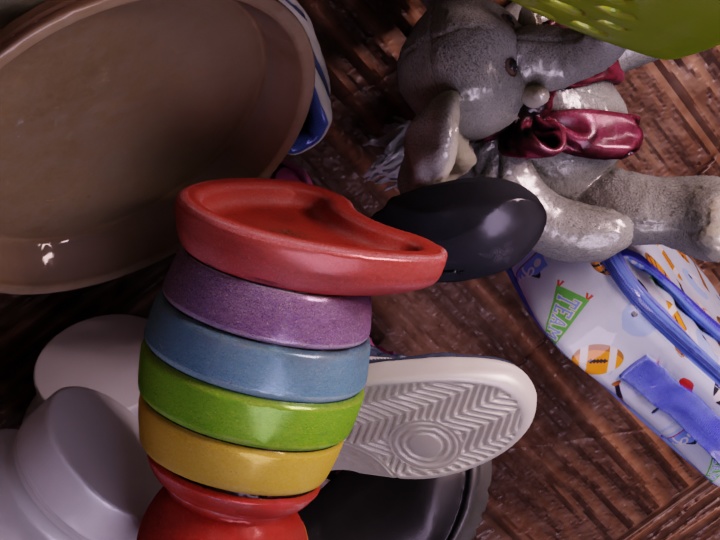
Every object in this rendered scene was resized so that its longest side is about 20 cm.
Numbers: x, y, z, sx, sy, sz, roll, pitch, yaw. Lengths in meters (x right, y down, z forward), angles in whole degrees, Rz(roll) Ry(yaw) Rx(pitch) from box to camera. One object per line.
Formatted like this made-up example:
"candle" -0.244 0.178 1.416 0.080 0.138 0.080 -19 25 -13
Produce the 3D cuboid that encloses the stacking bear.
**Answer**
"stacking bear" -0.052 0.069 1.154 0.113 0.121 0.201 1 108 -39

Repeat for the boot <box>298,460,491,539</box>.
"boot" -0.040 0.145 1.301 0.158 0.079 0.211 23 110 -43

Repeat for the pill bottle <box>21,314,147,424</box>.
"pill bottle" -0.122 0.122 1.367 0.112 0.113 0.200 -17 132 -10

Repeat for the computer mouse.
"computer mouse" 0.000 0.000 1.215 0.199 0.034 0.059 -18 149 29

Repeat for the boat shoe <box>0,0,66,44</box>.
"boat shoe" -0.162 -0.112 1.139 0.071 0.063 0.200 2 157 2

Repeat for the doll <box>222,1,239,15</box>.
"doll" -0.075 -0.182 1.146 0.199 0.137 0.048 -11 174 -21

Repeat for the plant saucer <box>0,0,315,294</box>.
"plant saucer" -0.115 -0.065 1.128 0.200 0.030 0.200 -23 149 -14

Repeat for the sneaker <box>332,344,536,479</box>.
"sneaker" -0.005 0.057 1.248 0.199 0.085 0.075 -8 129 21

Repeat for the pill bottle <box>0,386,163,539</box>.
"pill bottle" -0.185 0.150 1.245 0.112 0.112 0.200 27 119 -38

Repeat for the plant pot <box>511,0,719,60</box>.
"plant pot" 0.095 -0.213 1.082 0.181 0.200 0.200 13 87 -6

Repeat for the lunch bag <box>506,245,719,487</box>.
"lunch bag" 0.159 0.029 1.380 0.076 0.160 0.200 -41 131 13

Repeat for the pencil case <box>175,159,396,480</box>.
"pencil case" -0.032 0.023 1.345 0.090 0.094 0.200 7 143 30

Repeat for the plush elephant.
"plush elephant" 0.083 -0.092 1.245 0.199 0.165 0.155 -6 161 12

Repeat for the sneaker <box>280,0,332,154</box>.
"sneaker" -0.085 -0.125 1.196 0.200 0.088 0.075 27 115 -36
